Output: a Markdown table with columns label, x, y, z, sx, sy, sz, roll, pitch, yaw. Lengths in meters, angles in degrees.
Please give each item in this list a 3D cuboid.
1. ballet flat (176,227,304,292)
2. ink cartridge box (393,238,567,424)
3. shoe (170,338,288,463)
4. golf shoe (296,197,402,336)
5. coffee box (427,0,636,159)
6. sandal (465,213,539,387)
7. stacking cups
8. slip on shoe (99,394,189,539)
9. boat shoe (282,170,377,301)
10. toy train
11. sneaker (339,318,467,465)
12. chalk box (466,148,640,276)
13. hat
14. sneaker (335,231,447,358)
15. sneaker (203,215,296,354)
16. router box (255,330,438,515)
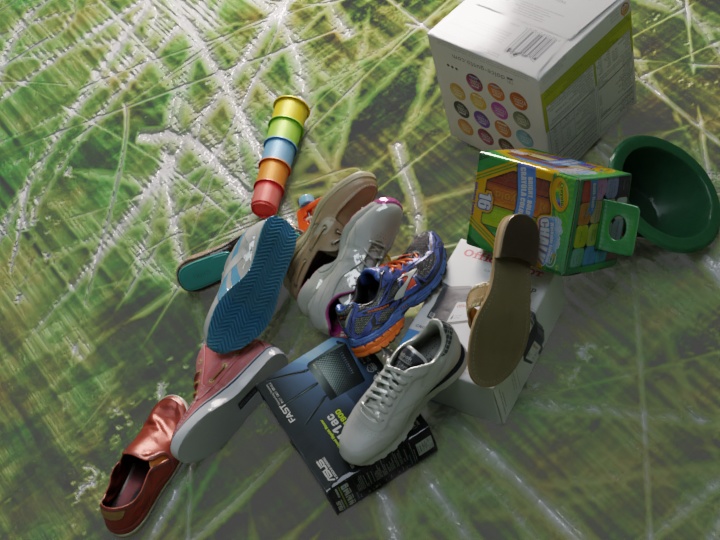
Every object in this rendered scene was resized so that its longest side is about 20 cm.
| label | x | y | z | sx | sy | sz | roll | pitch | yaw |
| --- | --- | --- | --- | --- | --- | --- | --- | --- | --- |
| ballet flat | -0.163 | -0.023 | 1.829 | 0.198 | 0.069 | 0.067 | -13 | 10 | 6 |
| ink cartridge box | 0.153 | 0.073 | 1.642 | 0.144 | 0.084 | 0.201 | 16 | 58 | 28 |
| shoe | -0.190 | 0.159 | 1.689 | 0.091 | 0.072 | 0.200 | 27 | 58 | 34 |
| golf shoe | 0.000 | 0.000 | 1.685 | 0.201 | 0.075 | 0.092 | -55 | 39 | 18 |
| coffee box | 0.245 | -0.283 | 1.827 | 0.199 | 0.199 | 0.200 | 31 | 63 | 35 |
| sandal | 0.162 | 0.038 | 1.572 | 0.070 | 0.077 | 0.214 | -7 | 67 | 65 |
| stacking cups | -0.127 | -0.167 | 1.944 | 0.060 | 0.061 | 0.201 | 3 | 56 | 19 |
| slip on shoe | -0.270 | 0.240 | 1.650 | 0.073 | 0.061 | 0.201 | 7 | 53 | 24 |
| boat shoe | -0.035 | -0.044 | 1.743 | 0.200 | 0.071 | 0.065 | -53 | 52 | 23 |
| toy train | -0.020 | -0.031 | 1.805 | 0.150 | 0.055 | 0.201 | -31 | 55 | 26 |
| sneaker | 0.040 | 0.140 | 1.532 | 0.076 | 0.081 | 0.200 | 36 | 81 | 29 |
| chalk box | 0.251 | -0.070 | 1.619 | 0.199 | 0.126 | 0.123 | 19 | 19 | 40 |
| hat | 0.350 | -0.070 | 1.744 | 0.199 | 0.176 | 0.167 | 29 | 56 | -10 |
| sneaker | 0.040 | 0.016 | 1.636 | 0.075 | 0.079 | 0.200 | -11 | 34 | 50 |
| sneaker | -0.152 | 0.025 | 1.722 | 0.081 | 0.076 | 0.201 | -18 | 40 | 56 |
| router box | -0.019 | 0.182 | 1.620 | 0.149 | 0.062 | 0.200 | -32 | 50 | -9 |
